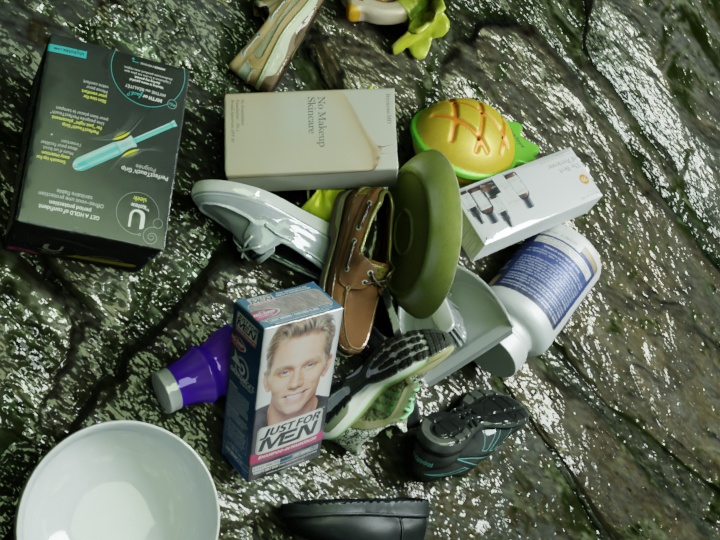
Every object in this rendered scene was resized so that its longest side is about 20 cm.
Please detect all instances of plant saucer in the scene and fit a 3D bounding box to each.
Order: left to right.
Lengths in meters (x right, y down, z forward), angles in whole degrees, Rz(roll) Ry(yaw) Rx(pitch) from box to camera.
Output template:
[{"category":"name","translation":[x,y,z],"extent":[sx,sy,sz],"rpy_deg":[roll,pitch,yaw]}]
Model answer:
[{"category":"plant saucer","translation":[0.062,-0.044,1.108],"extent":[0.031,0.200,0.202],"rpy_deg":[3,77,-21]}]

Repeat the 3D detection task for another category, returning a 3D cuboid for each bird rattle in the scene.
[{"category":"bird rattle","translation":[0.048,-0.392,1.245],"extent":[0.162,0.113,0.202],"rpy_deg":[-2,76,-11]}]

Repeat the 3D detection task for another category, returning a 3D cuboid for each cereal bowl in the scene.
[{"category":"cereal bowl","translation":[-0.248,0.253,0.945],"extent":[0.199,0.083,0.202],"rpy_deg":[7,75,-25]}]

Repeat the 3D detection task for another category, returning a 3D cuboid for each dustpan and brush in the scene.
[{"category":"dustpan and brush","translation":[0.089,0.024,1.173],"extent":[0.057,0.139,0.201],"rpy_deg":[35,25,-50]}]

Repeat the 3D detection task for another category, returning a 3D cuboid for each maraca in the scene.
[{"category":"maraca","translation":[0.153,-0.170,1.236],"extent":[0.199,0.107,0.138],"rpy_deg":[-9,57,-35]}]

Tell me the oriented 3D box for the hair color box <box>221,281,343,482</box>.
[{"category":"hair color box","translation":[-0.086,0.120,1.002],"extent":[0.100,0.060,0.201],"rpy_deg":[-14,126,-35]}]

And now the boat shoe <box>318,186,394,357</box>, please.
[{"category":"boat shoe","translation":[0.000,0.000,1.089],"extent":[0.072,0.068,0.202],"rpy_deg":[10,80,-51]}]

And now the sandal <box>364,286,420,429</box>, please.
[{"category":"sandal","translation":[0.027,0.095,1.133],"extent":[0.048,0.075,0.202],"rpy_deg":[-12,83,-10]}]

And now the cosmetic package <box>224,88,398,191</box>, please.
[{"category":"cosmetic package","translation":[-0.057,-0.152,1.100],"extent":[0.198,0.073,0.104],"rpy_deg":[-3,78,0]}]

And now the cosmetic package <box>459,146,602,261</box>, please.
[{"category":"cosmetic package","translation":[0.207,-0.087,1.196],"extent":[0.199,0.051,0.083],"rpy_deg":[-23,74,-26]}]

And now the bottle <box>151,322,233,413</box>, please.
[{"category":"bottle","translation":[-0.133,0.096,1.041],"extent":[0.199,0.084,0.065],"rpy_deg":[-24,56,-29]}]

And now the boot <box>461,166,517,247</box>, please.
[{"category":"boot","translation":[0.184,-0.094,1.270],"extent":[0.199,0.074,0.076],"rpy_deg":[-27,67,-30]}]

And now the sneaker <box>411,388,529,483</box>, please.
[{"category":"sneaker","translation":[0.132,0.205,1.167],"extent":[0.199,0.075,0.080],"rpy_deg":[-10,126,-42]}]

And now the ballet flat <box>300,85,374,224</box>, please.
[{"category":"ballet flat","translation":[-0.030,-0.149,1.167],"extent":[0.067,0.067,0.201],"rpy_deg":[15,72,-1]}]

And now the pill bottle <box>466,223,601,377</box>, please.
[{"category":"pill bottle","translation":[0.219,0.040,1.219],"extent":[0.111,0.111,0.200],"rpy_deg":[48,62,-9]}]

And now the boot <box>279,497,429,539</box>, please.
[{"category":"boot","translation":[0.001,0.342,1.062],"extent":[0.197,0.073,0.164],"rpy_deg":[7,78,-26]}]

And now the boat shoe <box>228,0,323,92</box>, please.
[{"category":"boat shoe","translation":[-0.099,-0.318,1.168],"extent":[0.076,0.072,0.201],"rpy_deg":[29,66,-6]}]

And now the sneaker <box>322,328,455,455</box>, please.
[{"category":"sneaker","translation":[0.036,0.144,1.086],"extent":[0.089,0.200,0.077],"rpy_deg":[46,17,-25]}]

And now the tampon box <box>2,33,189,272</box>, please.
[{"category":"tampon box","translation":[-0.280,-0.117,0.991],"extent":[0.149,0.126,0.202],"rpy_deg":[12,74,-24]}]

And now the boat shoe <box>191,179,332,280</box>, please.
[{"category":"boat shoe","translation":[-0.108,-0.042,1.094],"extent":[0.200,0.070,0.072],"rpy_deg":[23,65,-23]}]
